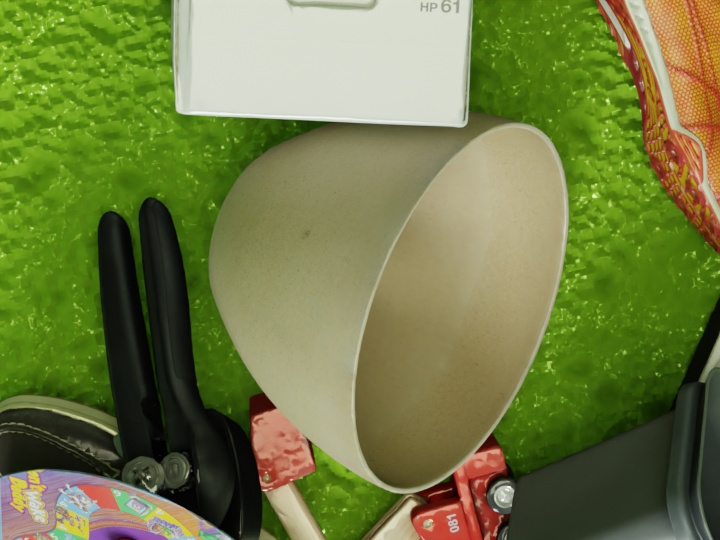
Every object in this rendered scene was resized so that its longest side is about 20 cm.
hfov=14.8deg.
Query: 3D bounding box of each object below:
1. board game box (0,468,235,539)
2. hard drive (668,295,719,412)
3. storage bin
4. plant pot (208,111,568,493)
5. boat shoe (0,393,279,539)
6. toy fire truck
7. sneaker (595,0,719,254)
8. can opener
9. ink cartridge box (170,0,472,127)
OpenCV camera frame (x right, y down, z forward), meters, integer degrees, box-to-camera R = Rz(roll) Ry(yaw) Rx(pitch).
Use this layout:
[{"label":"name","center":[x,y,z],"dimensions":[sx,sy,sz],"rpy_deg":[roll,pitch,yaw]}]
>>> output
[{"label":"board game box","center":[-0.128,0.183,1.463],"dimensions":[0.158,0.200,0.039],"rpy_deg":[20,52,9]},{"label":"hard drive","center":[0.256,0.059,1.542],"dimensions":[0.139,0.038,0.200],"rpy_deg":[23,96,-8]},{"label":"storage bin","center":[0.171,0.176,1.476],"dimensions":[0.134,0.146,0.200],"rpy_deg":[-21,124,28]},{"label":"plant pot","center":[0.000,0.000,1.453],"dimensions":[0.134,0.200,0.201],"rpy_deg":[21,98,29]},{"label":"boat shoe","center":[-0.121,0.139,1.498],"dimensions":[0.200,0.065,0.073],"rpy_deg":[31,127,-2]},{"label":"toy fire truck","center":[0.024,0.152,1.532],"dimensions":[0.141,0.049,0.200],"rpy_deg":[-15,100,-1]},{"label":"sneaker","center":[0.184,-0.103,1.495],"dimensions":[0.077,0.073,0.200],"rpy_deg":[-20,103,-11]},{"label":"can opener","center":[-0.108,0.059,1.479],"dimensions":[0.063,0.079,0.200],"rpy_deg":[-21,74,14]},{"label":"ink cartridge box","center":[-0.024,-0.126,1.409],"dimensions":[0.144,0.200,0.085],"rpy_deg":[2,98,-4]}]
